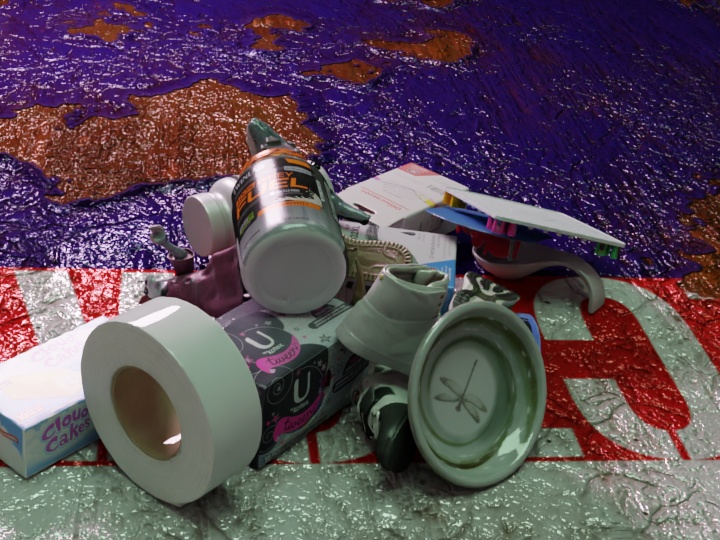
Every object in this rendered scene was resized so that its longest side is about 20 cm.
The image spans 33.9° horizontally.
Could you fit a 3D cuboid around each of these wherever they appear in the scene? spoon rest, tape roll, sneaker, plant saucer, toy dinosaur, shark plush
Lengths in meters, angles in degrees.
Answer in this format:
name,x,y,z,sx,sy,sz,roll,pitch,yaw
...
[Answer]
name,x,y,z,sx,sy,sz,roll,pitch,yaw
spoon rest,0.250,-0.008,1.653,0.199,0.061,0.099,25,35,26
tape roll,-0.193,0.132,1.198,0.202,0.203,0.071,26,36,30
sneaker,0.081,0.060,1.320,0.199,0.116,0.074,21,23,-37
sneaker,0.000,0.000,1.453,0.199,0.108,0.070,15,74,36
plant saucer,0.118,0.133,1.292,0.200,0.201,0.050,-19,11,-36
sneaker,0.174,0.112,1.428,0.078,0.070,0.200,10,30,-4
sneaker,0.026,0.161,1.320,0.088,0.074,0.200,10,19,9
toy dinosaur,0.002,0.064,1.412,0.101,0.200,0.058,26,65,0
sneaker,0.141,0.062,1.492,0.077,0.089,0.200,30,20,12
shark plush,-0.079,-0.117,1.571,0.200,0.083,0.091,44,48,17

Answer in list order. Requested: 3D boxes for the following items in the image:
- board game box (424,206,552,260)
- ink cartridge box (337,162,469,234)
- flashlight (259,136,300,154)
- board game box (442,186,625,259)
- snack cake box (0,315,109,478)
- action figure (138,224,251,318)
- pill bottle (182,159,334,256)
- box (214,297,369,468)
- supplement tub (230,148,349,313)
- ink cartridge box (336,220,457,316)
name,x,y,z,sx,sy,sz,roll,pitch,yaw
board game box,0.174,-0.047,1.643,0.157,0.039,0.200,18,11,19
ink cartridge box,0.054,-0.086,1.740,0.116,0.068,0.200,28,35,32
flashlight,-0.107,-0.067,1.546,0.067,0.201,0.068,12,32,8
board game box,0.234,-0.067,1.639,0.199,0.026,0.200,12,12,-20
snack cake box,-0.323,0.133,1.299,0.115,0.067,0.200,27,36,30
action figure,-0.192,0.021,1.479,0.199,0.135,0.149,-3,-14,35
pill bottle,-0.142,-0.083,1.651,0.199,0.113,0.112,-17,38,-34
box,-0.093,0.108,1.338,0.132,0.115,0.200,25,36,29
supplement tub,-0.086,-0.052,1.369,0.122,0.123,0.200,-1,34,-12
ink cartridge box,0.023,0.008,1.558,0.199,0.084,0.145,7,31,2
